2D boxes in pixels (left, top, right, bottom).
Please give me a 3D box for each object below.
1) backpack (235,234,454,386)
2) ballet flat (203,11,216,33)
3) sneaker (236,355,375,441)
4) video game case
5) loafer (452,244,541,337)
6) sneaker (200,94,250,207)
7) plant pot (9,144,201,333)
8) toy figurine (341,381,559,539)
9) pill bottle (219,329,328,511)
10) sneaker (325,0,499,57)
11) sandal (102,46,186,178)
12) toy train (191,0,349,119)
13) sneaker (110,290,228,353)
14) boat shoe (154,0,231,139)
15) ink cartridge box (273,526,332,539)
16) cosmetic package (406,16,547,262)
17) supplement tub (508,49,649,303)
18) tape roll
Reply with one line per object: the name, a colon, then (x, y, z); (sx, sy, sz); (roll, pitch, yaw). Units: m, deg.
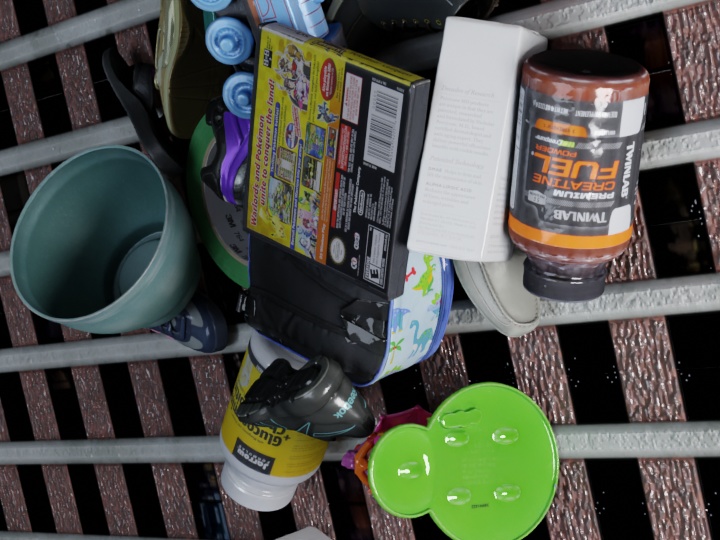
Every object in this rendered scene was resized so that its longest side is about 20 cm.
backpack: (0.000, 0.000, 1.660); (0.200, 0.147, 0.183); (32, 126, 41)
ballet flat: (-0.134, -0.320, 1.766); (0.073, 0.073, 0.200); (0, 103, 47)
sneaker: (-0.054, 0.130, 1.651); (0.079, 0.075, 0.200); (40, 162, -16)
video game case: (-0.025, -0.097, 1.534); (0.181, 0.025, 0.200); (25, 121, 34)
loafer: (0.116, -0.039, 1.581); (0.070, 0.070, 0.200); (-32, 78, 56)
sneaker: (-0.099, -0.159, 1.713); (0.099, 0.070, 0.200); (21, 87, 23)
plant pot: (-0.253, -0.015, 1.891); (0.200, 0.134, 0.200); (-13, 61, 25)
toy figurine: (0.052, 0.181, 1.655); (0.184, 0.200, 0.150); (-7, 85, 61)
pill bottle: (-0.081, 0.150, 1.824); (0.112, 0.112, 0.200); (42, 130, 30)
sneaker: (0.042, -0.230, 1.593); (0.106, 0.075, 0.200); (58, 135, 21)
sandal: (-0.222, -0.176, 1.899); (0.048, 0.075, 0.200); (-37, 51, 7)
toy train: (-0.079, -0.223, 1.594); (0.114, 0.087, 0.200); (-9, 115, 20)
sneaker: (-0.233, 0.048, 1.977); (0.200, 0.082, 0.070); (24, 120, 40)
boat shoe: (-0.181, -0.239, 1.842); (0.063, 0.073, 0.201); (27, 122, 53)
ink cartridge box: (-0.029, 0.356, 1.831); (0.200, 0.116, 0.068); (34, 124, 36)
cosmetic package: (0.100, -0.109, 1.504); (0.074, 0.102, 0.200); (9, 93, 18)
supplement tub: (0.179, -0.077, 1.474); (0.107, 0.107, 0.200); (23, 119, 41)
tape roll: (-0.099, -0.079, 1.817); (0.200, 0.048, 0.201); (17, 114, 43)
